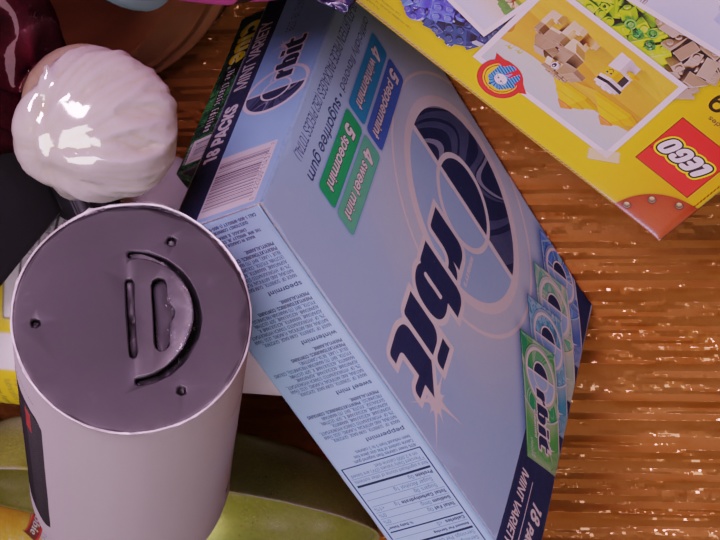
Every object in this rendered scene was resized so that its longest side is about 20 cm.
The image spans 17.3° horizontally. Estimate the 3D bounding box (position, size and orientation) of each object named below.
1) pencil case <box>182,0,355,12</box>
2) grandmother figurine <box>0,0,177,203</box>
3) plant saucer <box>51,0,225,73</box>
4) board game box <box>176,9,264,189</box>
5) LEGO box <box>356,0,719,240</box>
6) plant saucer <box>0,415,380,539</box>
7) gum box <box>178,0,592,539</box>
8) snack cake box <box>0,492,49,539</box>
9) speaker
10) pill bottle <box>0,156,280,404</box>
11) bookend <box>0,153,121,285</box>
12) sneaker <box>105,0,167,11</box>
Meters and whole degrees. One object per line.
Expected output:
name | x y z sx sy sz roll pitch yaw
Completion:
pencil case | -0.037 -0.187 0.767 0.090 0.094 0.202 5 97 1
grandmother figurine | -0.133 -0.089 0.812 0.200 0.060 0.122 39 157 33
plant saucer | -0.143 -0.146 0.929 0.199 0.038 0.201 8 131 10
board game box | 0.000 0.000 0.965 0.023 0.105 0.200 -18 123 30
LEGO box | 0.086 -0.129 0.848 0.200 0.077 0.149 36 129 -15
plant saucer | -0.088 0.094 1.063 0.198 0.031 0.200 7 167 2
gum box | 0.016 0.002 0.918 0.044 0.170 0.201 -18 122 27
snack cake box | -0.205 0.162 1.098 0.067 0.201 0.115 -29 117 33
speaker | -0.082 0.048 0.848 0.081 0.082 0.200 18 159 1
pill bottle | -0.123 0.003 0.999 0.198 0.112 0.112 6 131 12
bookend | -0.231 -0.014 0.907 0.199 0.199 0.092 29 159 21
sneaker | -0.099 -0.200 0.822 0.140 0.078 0.200 -41 101 6
